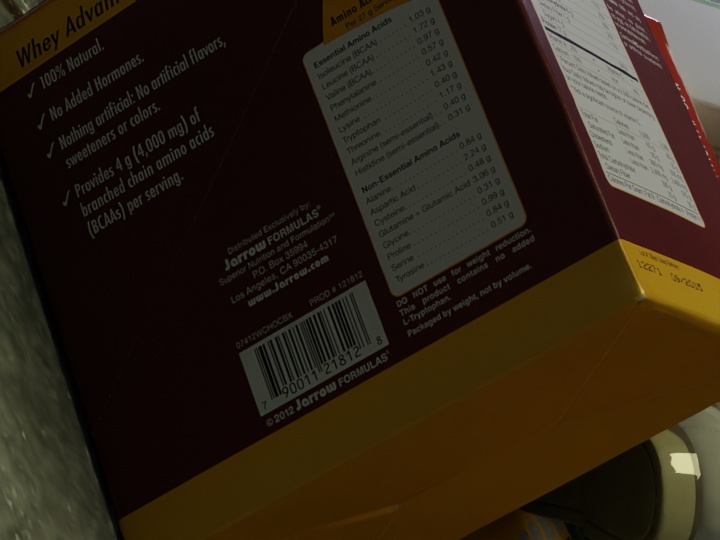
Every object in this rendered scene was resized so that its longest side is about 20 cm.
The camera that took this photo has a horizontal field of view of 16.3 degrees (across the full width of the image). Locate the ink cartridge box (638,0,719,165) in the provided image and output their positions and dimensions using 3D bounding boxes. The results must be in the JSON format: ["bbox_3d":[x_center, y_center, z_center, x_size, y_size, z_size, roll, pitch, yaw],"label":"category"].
[{"bbox_3d":[0.136,-0.003,1.049,0.084,0.146,0.201,-28,128,-37],"label":"ink cartridge box"}]

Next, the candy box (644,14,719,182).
[{"bbox_3d":[0.046,-0.003,0.968,0.055,0.200,0.116,21,40,-39],"label":"candy box"}]

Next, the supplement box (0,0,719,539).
[{"bbox_3d":[0.004,-0.023,0.854,0.133,0.197,0.201,19,46,-58],"label":"supplement box"}]

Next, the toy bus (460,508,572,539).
[{"bbox_3d":[0.044,0.143,0.982,0.079,0.065,0.200,63,15,0],"label":"toy bus"}]

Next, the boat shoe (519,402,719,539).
[{"bbox_3d":[0.102,0.065,0.992,0.200,0.068,0.075,-140,-128,-64],"label":"boat shoe"}]

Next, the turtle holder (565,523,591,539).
[{"bbox_3d":[0.152,0.082,1.230,0.141,0.186,0.132,44,4,34],"label":"turtle holder"}]
